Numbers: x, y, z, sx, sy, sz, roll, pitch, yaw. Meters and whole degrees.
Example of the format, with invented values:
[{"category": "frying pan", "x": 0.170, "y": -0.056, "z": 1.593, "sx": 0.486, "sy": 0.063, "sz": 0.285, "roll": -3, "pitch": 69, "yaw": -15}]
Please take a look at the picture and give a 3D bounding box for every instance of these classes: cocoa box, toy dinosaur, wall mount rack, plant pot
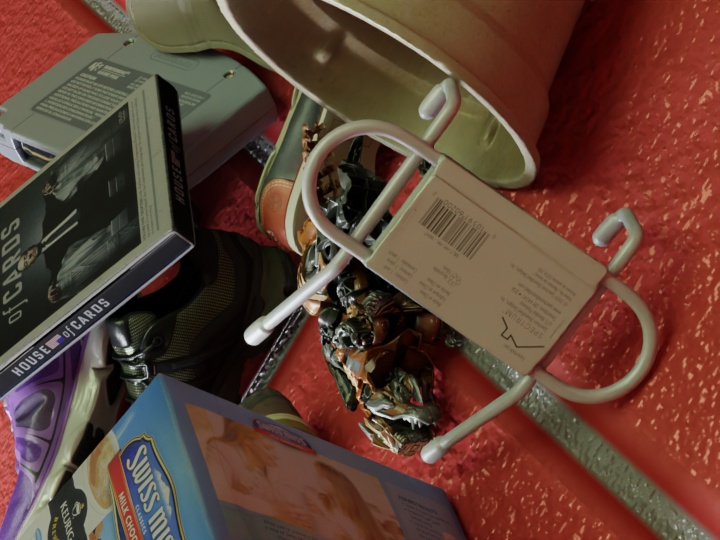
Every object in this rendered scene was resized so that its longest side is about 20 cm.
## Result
[{"category": "cocoa box", "x": -0.045, "y": 0.164, "z": 0.967, "sx": 0.131, "sy": 0.200, "sz": 0.134, "roll": -49, "pitch": 38, "yaw": 20}, {"category": "toy dinosaur", "x": 0.000, "y": 0.000, "z": 1.090, "sx": 0.200, "sy": 0.102, "sz": 0.136, "roll": 51, "pitch": 136, "yaw": 17}, {"category": "wall mount rack", "x": 0.041, "y": 0.011, "z": 0.978, "sx": 0.174, "sy": 0.200, "sz": 0.075, "roll": -53, "pitch": 13, "yaw": 12}, {"category": "plant pot", "x": 0.053, "y": -0.175, "z": 1.071, "sx": 0.200, "sy": 0.200, "sz": 0.184, "roll": 16, "pitch": 72, "yaw": 54}]

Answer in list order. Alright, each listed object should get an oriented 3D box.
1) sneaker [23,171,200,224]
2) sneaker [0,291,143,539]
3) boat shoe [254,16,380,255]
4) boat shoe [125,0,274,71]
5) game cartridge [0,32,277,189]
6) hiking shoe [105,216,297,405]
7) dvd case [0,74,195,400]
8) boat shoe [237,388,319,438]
[{"category": "sneaker", "x": -0.170, "y": -0.065, "z": 1.377, "sx": 0.200, "sy": 0.076, "sz": 0.091, "roll": 17, "pitch": 74, "yaw": 50}, {"category": "sneaker", "x": -0.191, "y": 0.098, "z": 1.232, "sx": 0.083, "sy": 0.081, "sz": 0.201, "roll": 7, "pitch": 69, "yaw": 21}, {"category": "boat shoe", "x": -0.008, "y": -0.104, "z": 1.194, "sx": 0.063, "sy": 0.071, "sz": 0.201, "roll": 27, "pitch": 97, "yaw": 57}, {"category": "boat shoe", "x": -0.068, "y": -0.178, "z": 1.307, "sx": 0.199, "sy": 0.073, "sz": 0.063, "roll": 10, "pitch": 39, "yaw": 39}, {"category": "game cartridge", "x": -0.152, "y": -0.106, "z": 1.339, "sx": 0.133, "sy": 0.041, "sz": 0.200, "roll": -44, "pitch": 40, "yaw": -22}, {"category": "hiking shoe", "x": -0.121, "y": 0.062, "z": 1.204, "sx": 0.201, "sy": 0.100, "sz": 0.076, "roll": -65, "pitch": 24, "yaw": -4}, {"category": "dvd case", "x": -0.185, "y": -0.014, "z": 1.223, "sx": 0.200, "sy": 0.025, "sz": 0.151, "roll": -36, "pitch": 39, "yaw": 21}, {"category": "boat shoe", "x": -0.093, "y": 0.155, "z": 1.153, "sx": 0.201, "sy": 0.072, "sz": 0.066, "roll": -53, "pitch": 27, "yaw": 16}]
